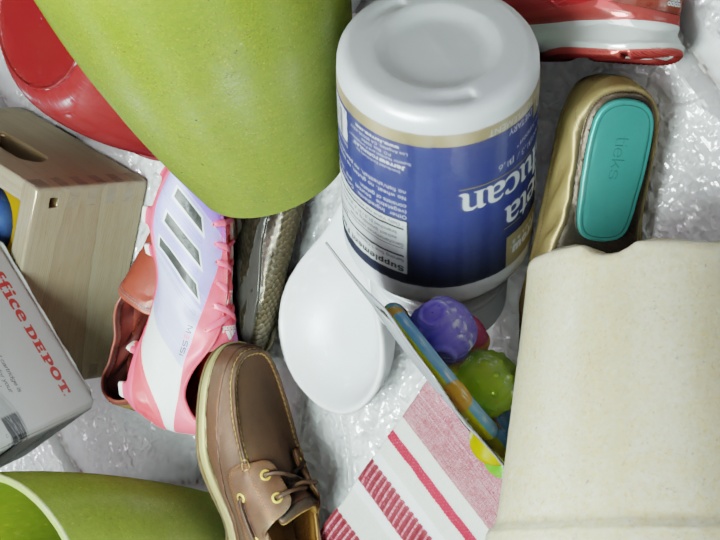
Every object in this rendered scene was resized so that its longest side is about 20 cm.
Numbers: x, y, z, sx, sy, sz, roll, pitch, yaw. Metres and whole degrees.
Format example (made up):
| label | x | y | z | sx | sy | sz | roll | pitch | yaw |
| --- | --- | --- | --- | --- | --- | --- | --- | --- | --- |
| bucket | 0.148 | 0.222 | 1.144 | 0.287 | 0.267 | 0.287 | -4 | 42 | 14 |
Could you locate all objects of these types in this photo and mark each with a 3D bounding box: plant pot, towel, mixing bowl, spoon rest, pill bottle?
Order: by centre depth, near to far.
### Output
| label | x | y | z | sx | sy | sz | roll | pitch | yaw |
| --- | --- | --- | --- | --- | --- | --- | --- | --- | --- |
| plant pot | 0.155 | 0.083 | 1.198 | 0.200 | 0.200 | 0.184 | -9 | 77 | 45 |
| pill bottle | 0.044 | -0.053 | 1.280 | 0.111 | 0.111 | 0.200 | 43 | 152 | 33 |
| plant pot | -0.079 | -0.137 | 1.288 | 0.187 | 0.187 | 0.200 | 21 | 143 | 42 |
| spoon rest | 0.000 | 0.000 | 1.415 | 0.099 | 0.061 | 0.200 | 43 | 122 | 33 |
| towel | 0.044 | 0.182 | 1.422 | 0.144 | 0.023 | 0.200 | 53 | 129 | 24 |
| plant pot | -0.157 | 0.211 | 1.498 | 0.187 | 0.200 | 0.188 | 8 | 101 | 44 |
| mixing bowl | -0.177 | -0.172 | 1.537 | 0.200 | 0.108 | 0.201 | 7 | 100 | 45 |

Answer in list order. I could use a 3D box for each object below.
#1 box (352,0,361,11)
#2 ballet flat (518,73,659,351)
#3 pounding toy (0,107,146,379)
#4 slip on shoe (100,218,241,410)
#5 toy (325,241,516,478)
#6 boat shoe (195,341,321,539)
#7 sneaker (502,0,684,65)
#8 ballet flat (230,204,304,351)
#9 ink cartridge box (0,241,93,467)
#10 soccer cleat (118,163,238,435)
| label | x | y | z | sx | sy | sz | roll | pitch | yaw |
| --- | --- | --- | --- | --- | --- | --- | --- | --- | --- |
| box | -0.023 | -0.269 | 1.378 | 0.124 | 0.097 | 0.200 | 53 | 128 | 26 |
| ballet flat | 0.128 | -0.017 | 1.296 | 0.063 | 0.068 | 0.200 | -129 | 50 | -64 |
| pounding toy | -0.285 | -0.012 | 1.639 | 0.200 | 0.142 | 0.184 | 30 | 115 | 38 |
| slip on shoe | -0.131 | 0.010 | 1.546 | 0.074 | 0.061 | 0.200 | 35 | 117 | 38 |
| toy | 0.059 | 0.056 | 1.268 | 0.047 | 0.200 | 0.115 | -38 | 53 | -3 |
| boat shoe | -0.055 | 0.143 | 1.457 | 0.067 | 0.072 | 0.201 | -4 | 95 | 43 |
| sneaker | 0.101 | -0.180 | 1.295 | 0.200 | 0.078 | 0.116 | 8 | 92 | 32 |
| ballet flat | -0.055 | -0.024 | 1.481 | 0.067 | 0.046 | 0.200 | 44 | 129 | 56 |
| ink cartridge box | -0.290 | 0.072 | 1.480 | 0.084 | 0.200 | 0.144 | -35 | 84 | 33 |
| soccer cleat | -0.105 | 0.011 | 1.478 | 0.076 | 0.067 | 0.200 | 21 | 107 | 27 |
